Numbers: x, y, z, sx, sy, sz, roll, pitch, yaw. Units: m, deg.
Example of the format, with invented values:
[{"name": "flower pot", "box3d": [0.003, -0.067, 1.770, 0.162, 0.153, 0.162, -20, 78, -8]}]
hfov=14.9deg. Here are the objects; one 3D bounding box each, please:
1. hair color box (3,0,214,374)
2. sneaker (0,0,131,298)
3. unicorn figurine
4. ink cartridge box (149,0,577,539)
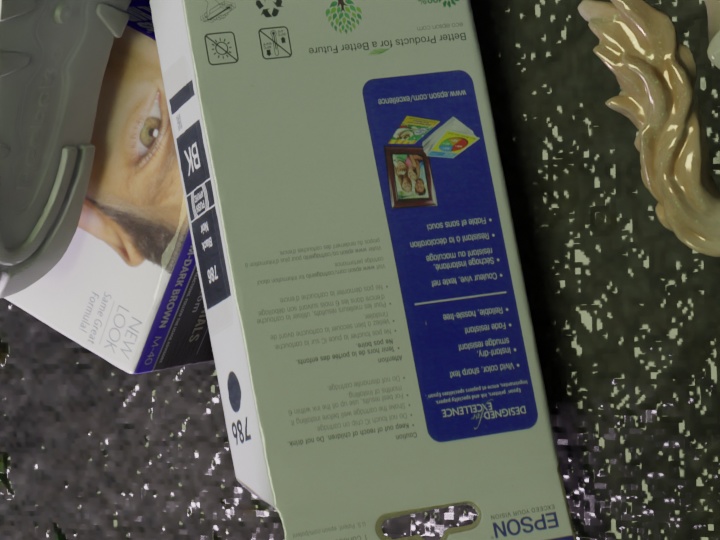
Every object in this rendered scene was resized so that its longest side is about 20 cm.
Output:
[{"name": "hair color box", "box3d": [-0.122, -0.058, 0.965, 0.200, 0.065, 0.109, 29, 107, 22]}, {"name": "sneaker", "box3d": [-0.121, -0.094, 0.891, 0.080, 0.076, 0.200, 25, 100, 34]}, {"name": "unicorn figurine", "box3d": [0.167, -0.047, 0.766, 0.200, 0.074, 0.137, -10, 93, 36]}, {"name": "ink cartridge box", "box3d": [0.000, 0.000, 0.869, 0.039, 0.099, 0.200, 148, 113, -66]}]
